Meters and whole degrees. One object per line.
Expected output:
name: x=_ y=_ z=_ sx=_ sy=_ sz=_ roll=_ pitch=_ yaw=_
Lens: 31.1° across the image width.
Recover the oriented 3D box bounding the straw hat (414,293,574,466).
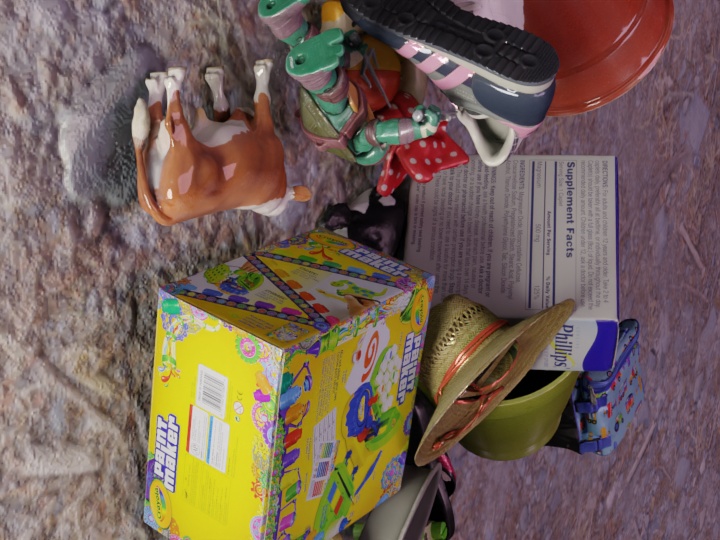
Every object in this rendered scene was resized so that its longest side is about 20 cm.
straw hat: x=0.083 y=0.069 z=1.091 sx=0.201 sy=0.085 sz=0.201 roll=-40 pitch=163 yaw=-15

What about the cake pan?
cake pan: x=0.019 y=0.258 z=1.137 sx=0.200 sy=0.036 sz=0.202 roll=21 pitch=89 yaw=-79

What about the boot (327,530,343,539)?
boot: x=-0.104 y=0.286 z=1.046 sx=0.153 sy=0.072 sz=0.201 roll=-11 pitch=145 yaw=-33

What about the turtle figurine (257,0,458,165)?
turtle figurine: x=-0.005 y=-0.135 z=1.003 sx=0.101 sy=0.150 sz=0.200 roll=-48 pitch=146 yaw=-1

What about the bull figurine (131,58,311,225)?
bull figurine: x=-0.102 y=-0.092 z=0.966 sx=0.200 sy=0.064 sz=0.123 roll=-24 pitch=108 yaw=-64

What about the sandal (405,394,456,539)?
sandal: x=0.069 y=0.197 z=1.323 sx=0.045 sy=0.075 sz=0.202 roll=-32 pitch=123 yaw=-36

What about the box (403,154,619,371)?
box: x=0.143 y=-0.008 z=1.220 sx=0.105 sy=0.197 sz=0.186 roll=77 pitch=17 yaw=-57

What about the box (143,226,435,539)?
box: x=-0.054 y=0.099 z=0.996 sx=0.192 sy=0.121 sz=0.202 roll=-22 pitch=128 yaw=-50

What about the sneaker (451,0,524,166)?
sneaker: x=0.097 y=-0.186 z=1.072 sx=0.201 sy=0.076 sz=0.081 roll=65 pitch=33 yaw=-29

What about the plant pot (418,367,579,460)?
plant pot: x=0.141 y=0.098 z=1.335 sx=0.194 sy=0.198 sz=0.202 roll=76 pitch=36 yaw=-54

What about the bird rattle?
bird rattle: x=0.017 y=-0.167 z=1.151 sx=0.162 sy=0.112 sz=0.203 roll=-1 pitch=106 yaw=-42

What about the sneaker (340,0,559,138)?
sneaker: x=0.063 y=-0.168 z=1.023 sx=0.070 sy=0.199 sz=0.082 roll=-43 pitch=153 yaw=-28

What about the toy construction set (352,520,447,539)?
toy construction set: x=0.030 y=0.313 z=1.271 sx=0.131 sy=0.091 sz=0.202 roll=50 pitch=56 yaw=-53

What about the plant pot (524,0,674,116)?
plant pot: x=0.190 y=-0.295 z=1.305 sx=0.195 sy=0.199 sz=0.203 roll=45 pitch=59 yaw=-45

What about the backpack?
backpack: x=0.260 y=0.099 z=1.572 sx=0.182 sy=0.133 sz=0.202 roll=-39 pitch=127 yaw=-50

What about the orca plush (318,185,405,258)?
orca plush: x=0.000 y=0.000 z=1.158 sx=0.200 sy=0.070 sz=0.106 roll=-46 pitch=134 yaw=-44
